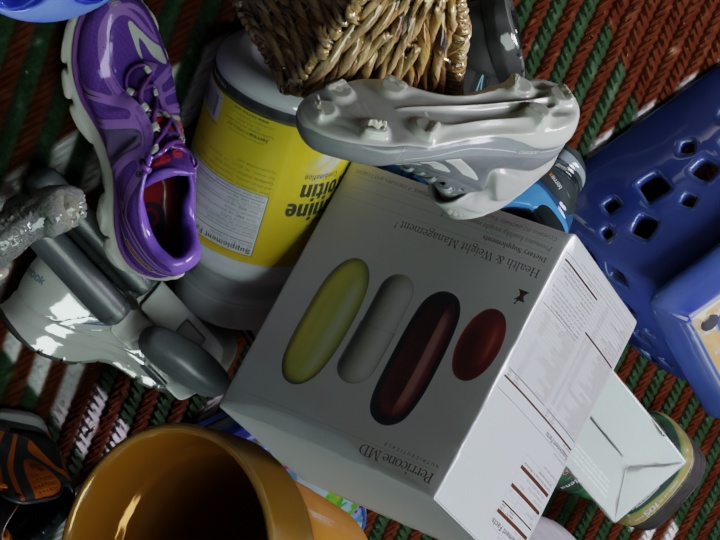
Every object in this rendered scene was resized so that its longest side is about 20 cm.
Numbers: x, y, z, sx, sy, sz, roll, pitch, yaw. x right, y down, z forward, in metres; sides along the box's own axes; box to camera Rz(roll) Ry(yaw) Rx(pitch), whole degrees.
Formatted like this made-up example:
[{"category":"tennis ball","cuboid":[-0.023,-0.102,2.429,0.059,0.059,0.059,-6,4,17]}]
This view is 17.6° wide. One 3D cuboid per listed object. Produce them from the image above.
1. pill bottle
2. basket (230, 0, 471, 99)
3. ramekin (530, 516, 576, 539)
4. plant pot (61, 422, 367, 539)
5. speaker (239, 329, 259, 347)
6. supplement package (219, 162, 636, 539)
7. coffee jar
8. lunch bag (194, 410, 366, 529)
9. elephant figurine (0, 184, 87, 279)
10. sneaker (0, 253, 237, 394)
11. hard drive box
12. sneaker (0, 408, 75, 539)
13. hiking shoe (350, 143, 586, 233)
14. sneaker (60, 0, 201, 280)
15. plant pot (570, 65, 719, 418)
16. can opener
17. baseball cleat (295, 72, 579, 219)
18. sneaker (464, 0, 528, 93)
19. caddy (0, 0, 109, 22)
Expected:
[{"category":"pill bottle","cuboid":[-0.070,-0.062,1.646,0.111,0.112,0.201,-3,127,-32]},{"category":"basket","cuboid":[0.007,-0.201,1.515,0.149,0.200,0.143,17,121,-40]},{"category":"ramekin","cuboid":[0.137,0.316,2.106,0.200,0.098,0.201,-19,134,-21]},{"category":"plant pot","cuboid":[-0.090,0.223,1.720,0.201,0.200,0.183,-53,146,14]},{"category":"speaker","cuboid":[0.000,0.000,1.764,0.199,0.081,0.081,-33,136,-7]},{"category":"supplement package","cuboid":[0.048,0.064,1.603,0.201,0.191,0.147,-62,146,-13]},{"category":"coffee jar","cuboid":[0.214,0.157,2.034,0.200,0.085,0.104,28,107,-45]},{"category":"lunch bag","cuboid":[-0.098,0.183,1.851,0.199,0.083,0.161,-26,135,-12]},{"category":"elephant figurine","cuboid":[-0.304,-0.002,1.539,0.200,0.155,0.142,-51,179,-24]},{"category":"sneaker","cuboid":[-0.163,0.032,1.694,0.199,0.075,0.087,17,109,-42]},{"category":"hard drive box","cuboid":[0.154,0.088,1.820,0.077,0.200,0.156,-40,108,1]},{"category":"sneaker","cuboid":[-0.293,0.150,1.672,0.199,0.112,0.078,0,125,-33]},{"category":"hiking shoe","cuboid":[0.065,-0.066,1.697,0.199,0.087,0.075,11,151,1]},{"category":"sneaker","cuboid":[-0.139,-0.092,1.561,0.080,0.083,0.201,-20,104,-30]},{"category":"plant pot","cuboid":[0.295,-0.013,1.881,0.200,0.180,0.200,-36,136,-2]},{"category":"can opener","cuboid":[-0.162,0.012,1.618,0.200,0.067,0.053,49,67,-23]},{"category":"baseball cleat","cuboid":[0.045,-0.071,1.463,0.199,0.070,0.107,-3,136,-25]},{"category":"sneaker","cuboid":[0.091,-0.128,1.744,0.079,0.076,0.200,-12,137,6]},{"category":"caddy","cuboid":[-0.187,-0.249,1.417,0.141,0.105,0.201,-10,129,-28]}]
